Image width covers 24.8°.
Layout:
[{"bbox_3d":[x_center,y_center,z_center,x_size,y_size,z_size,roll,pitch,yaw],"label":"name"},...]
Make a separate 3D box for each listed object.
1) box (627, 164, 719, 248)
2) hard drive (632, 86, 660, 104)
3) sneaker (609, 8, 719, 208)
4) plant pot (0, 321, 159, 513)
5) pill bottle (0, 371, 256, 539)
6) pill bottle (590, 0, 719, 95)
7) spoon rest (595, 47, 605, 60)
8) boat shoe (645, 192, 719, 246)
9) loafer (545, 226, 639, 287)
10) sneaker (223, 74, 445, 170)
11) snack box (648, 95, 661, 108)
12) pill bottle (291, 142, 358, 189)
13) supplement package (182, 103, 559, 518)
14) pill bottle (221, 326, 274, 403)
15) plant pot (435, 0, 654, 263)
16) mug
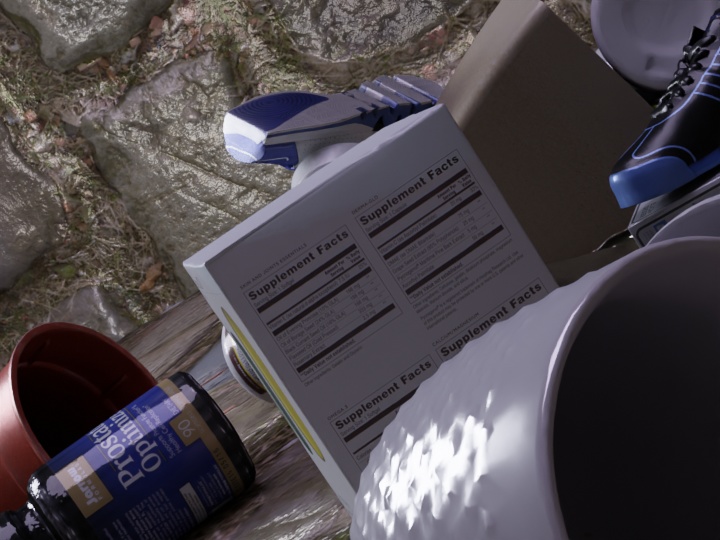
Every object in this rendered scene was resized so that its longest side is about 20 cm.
[{"bbox_3d":[0.275,-0.065,1.042,0.200,0.060,0.117,-31,7,21],"label":"box"},{"bbox_3d":[0.258,-0.176,1.530,0.199,0.033,0.140,-14,17,-15],"label":"hard drive"},{"bbox_3d":[0.225,-0.117,1.054,0.200,0.078,0.070,-35,6,-22],"label":"sneaker"},{"bbox_3d":[-0.292,0.184,1.486,0.195,0.201,0.201,-39,3,27],"label":"plant pot"},{"bbox_3d":[-0.191,0.179,1.296,0.200,0.112,0.112,-35,7,-15],"label":"pill bottle"},{"bbox_3d":[0.242,-0.196,1.287,0.114,0.114,0.200,-32,-2,11],"label":"pill bottle"},{"bbox_3d":[0.212,-0.183,1.444,0.199,0.061,0.099,-2,9,-22],"label":"spoon rest"},{"bbox_3d":[0.249,-0.034,0.908,0.200,0.072,0.066,-31,3,18],"label":"boat shoe"},{"bbox_3d":[0.131,0.020,1.071,0.200,0.070,0.075,-39,8,-37],"label":"loafer"},{"bbox_3d":[-0.015,-0.091,1.376,0.199,0.116,0.080,-13,30,-33],"label":"sneaker"},{"bbox_3d":[0.352,-0.166,1.376,0.168,0.068,0.200,-35,8,-7],"label":"snack box"},{"bbox_3d":[0.000,0.000,1.270,0.113,0.113,0.201,-31,45,20],"label":"pill bottle"},{"bbox_3d":[0.023,0.038,0.896,0.150,0.200,0.152,-34,6,-8],"label":"supplement package"},{"bbox_3d":[-0.031,0.038,1.490,0.200,0.109,0.109,-35,4,41],"label":"pill bottle"},{"bbox_3d":[0.142,-0.089,1.309,0.177,0.200,0.200,-46,9,9],"label":"plant pot"},{"bbox_3d":[0.068,0.107,0.534,0.175,0.147,0.201,-33,34,58],"label":"mug"}]
